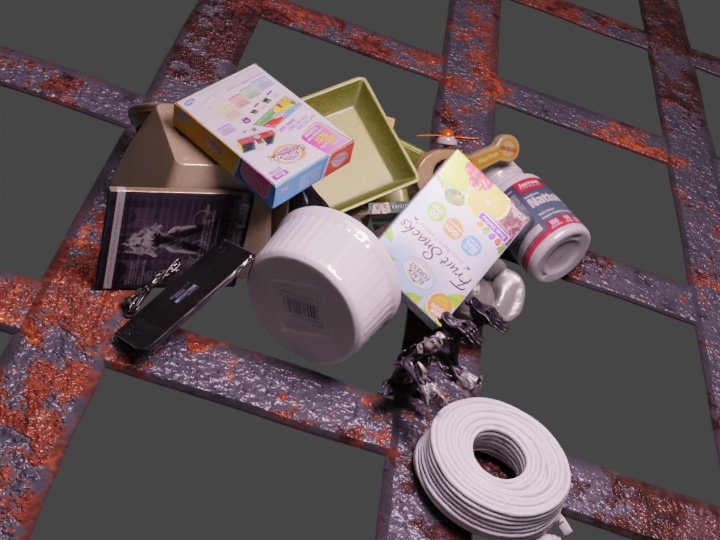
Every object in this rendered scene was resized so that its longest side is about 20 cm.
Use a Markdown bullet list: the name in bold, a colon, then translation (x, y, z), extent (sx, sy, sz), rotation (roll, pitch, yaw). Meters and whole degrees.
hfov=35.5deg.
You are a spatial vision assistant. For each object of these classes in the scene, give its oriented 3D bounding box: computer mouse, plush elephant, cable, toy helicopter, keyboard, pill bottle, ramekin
- **computer mouse**: translation (-0.106, -0.084, 1.634), extent (0.046, 0.141, 0.201), rotation (-11, 58, -33)
- **plush elephant**: translation (0.146, 0.020, 1.629), extent (0.163, 0.200, 0.157), rotation (12, 60, -15)
- **cable**: translation (0.169, 0.251, 1.429), extent (0.197, 0.070, 0.201), rotation (4, 42, -22)
- **toy helicopter**: translation (0.168, -0.177, 1.807), extent (0.198, 0.134, 0.079), rotation (-25, 12, -20)
- **keyboard**: translation (-0.237, 0.029, 1.463), extent (0.200, 0.021, 0.126), rotation (-42, 41, -23)
- **pill bottle**: translation (0.273, -0.087, 1.843), extent (0.118, 0.120, 0.201), rotation (-10, 48, -35)
- **ramekin**: translation (-0.055, 0.025, 1.488), extent (0.199, 0.202, 0.098), rotation (31, 45, 11)

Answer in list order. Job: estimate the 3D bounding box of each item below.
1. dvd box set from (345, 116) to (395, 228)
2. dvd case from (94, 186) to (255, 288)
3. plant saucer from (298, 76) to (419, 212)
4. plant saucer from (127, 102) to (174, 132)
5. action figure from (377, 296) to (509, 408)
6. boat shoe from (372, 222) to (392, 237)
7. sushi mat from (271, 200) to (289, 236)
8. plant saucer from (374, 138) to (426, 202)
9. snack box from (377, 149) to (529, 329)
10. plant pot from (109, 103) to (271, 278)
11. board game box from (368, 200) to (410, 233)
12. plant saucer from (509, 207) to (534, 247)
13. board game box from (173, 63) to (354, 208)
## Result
- **dvd box set**: translation (-0.036, -0.168, 1.775), extent (0.144, 0.029, 0.202), rotation (14, 66, -1)
- **dvd case**: translation (-0.248, -0.042, 1.504), extent (0.198, 0.150, 0.016), rotation (-1, 33, -28)
- **plant saucer**: translation (-0.040, -0.177, 1.733), extent (0.198, 0.048, 0.201), rotation (-23, 73, -18)
- **plant saucer**: translation (-0.256, -0.212, 1.708), extent (0.197, 0.200, 0.030), rotation (10, 83, -16)
- **action figure**: translation (0.103, 0.127, 1.456), extent (0.118, 0.200, 0.102), rotation (-26, 73, -46)
- **boat shoe**: translation (0.000, 0.000, 1.589), extent (0.074, 0.198, 0.075), rotation (63, 13, -18)
- **sushi mat**: translation (-0.124, -0.103, 1.600), extent (0.012, 0.201, 0.096), rotation (-18, 52, -24)
- **plant saucer**: translation (0.024, -0.177, 1.871), extent (0.198, 0.048, 0.201), rotation (27, 38, 5)
- **snack box**: translation (0.115, -0.042, 1.529), extent (0.142, 0.053, 0.200), rotation (42, 77, -2)
- **plant pot**: translation (-0.228, -0.121, 1.585), extent (0.197, 0.178, 0.201), rotation (-1, 43, -26)
- **board game box**: translation (0.115, -0.084, 1.724), extent (0.197, 0.105, 0.024), rotation (-3, 72, 6)
- **plant saucer**: translation (0.168, -0.053, 1.721), extent (0.198, 0.201, 0.039), rotation (6, 71, -21)
- **board game box**: translation (-0.130, -0.185, 1.508), extent (0.200, 0.041, 0.152), rotation (40, 51, 22)
